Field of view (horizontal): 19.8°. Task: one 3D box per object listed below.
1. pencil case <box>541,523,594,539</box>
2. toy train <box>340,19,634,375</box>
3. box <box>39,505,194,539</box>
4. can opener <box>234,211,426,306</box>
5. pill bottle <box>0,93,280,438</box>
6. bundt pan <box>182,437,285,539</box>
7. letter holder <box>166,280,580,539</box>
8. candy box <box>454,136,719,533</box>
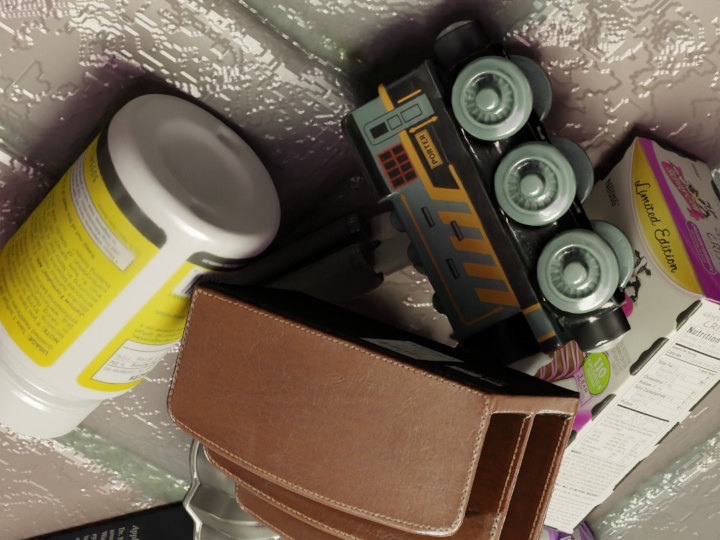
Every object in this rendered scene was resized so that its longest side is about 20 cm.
[{"bbox_3d":[0.079,0.235,1.417,0.199,0.086,0.084,-27,161,22],"label":"pencil case"},{"bbox_3d":[0.073,-0.036,1.153,0.114,0.085,0.201,-26,90,18],"label":"toy train"},{"bbox_3d":[-0.120,0.273,1.421,0.199,0.118,0.197,-14,129,11],"label":"box"},{"bbox_3d":[0.000,0.000,1.241,0.199,0.053,0.067,-22,128,16],"label":"can opener"},{"bbox_3d":[-0.147,0.002,1.199,0.114,0.115,0.200,31,122,-25],"label":"pill bottle"},{"bbox_3d":[-0.003,0.138,1.274,0.201,0.076,0.203,-3,98,-22],"label":"bundt pan"},{"bbox_3d":[-0.004,0.103,1.123,0.100,0.199,0.143,7,101,-57],"label":"letter holder"},{"bbox_3d":[0.144,0.040,1.222,0.061,0.137,0.200,18,127,-30],"label":"candy box"}]
